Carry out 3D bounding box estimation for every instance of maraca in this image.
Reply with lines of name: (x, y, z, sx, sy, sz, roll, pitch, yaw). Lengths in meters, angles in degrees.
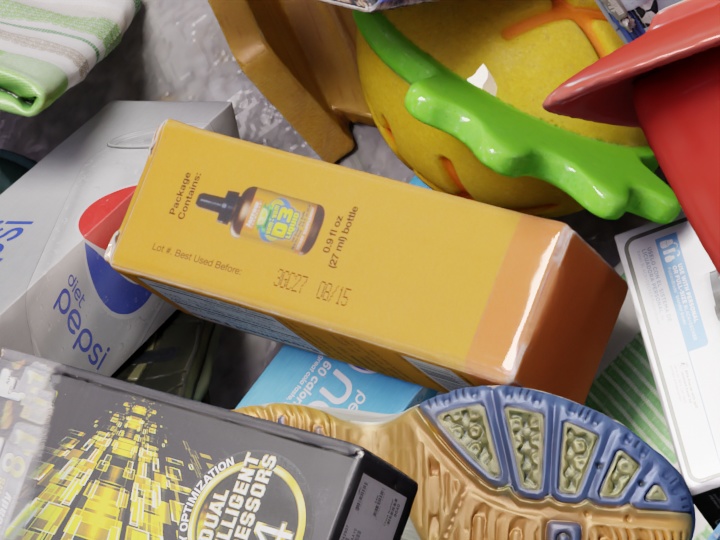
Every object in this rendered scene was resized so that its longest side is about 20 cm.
maraca: (0.061, -0.070, 1.126, 0.200, 0.136, 0.107, -103, 34, -66)

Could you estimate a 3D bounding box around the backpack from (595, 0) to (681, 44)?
backpack: (0.164, -0.141, 1.089, 0.153, 0.191, 0.201, -16, 45, 32)

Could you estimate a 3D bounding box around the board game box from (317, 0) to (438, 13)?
board game box: (-0.028, -0.197, 1.090, 0.199, 0.096, 0.161, 18, 113, 43)

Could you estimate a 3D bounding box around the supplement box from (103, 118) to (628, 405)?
supplement box: (0.000, 0.000, 1.128, 0.199, 0.069, 0.067, 17, 79, 31)

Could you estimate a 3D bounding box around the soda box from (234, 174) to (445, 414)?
soda box: (-0.002, 0.064, 1.181, 0.068, 0.064, 0.200, 39, 93, 33)

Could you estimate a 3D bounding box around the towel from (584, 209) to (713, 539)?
towel: (0.147, 0.078, 1.118, 0.153, 0.023, 0.200, -49, 56, 4)

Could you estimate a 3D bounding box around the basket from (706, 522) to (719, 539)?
basket: (0.178, 0.166, 0.978, 0.200, 0.139, 0.177, 52, 128, 25)

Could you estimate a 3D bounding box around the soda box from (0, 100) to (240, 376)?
soda box: (-0.121, -0.001, 1.204, 0.068, 0.064, 0.200, 4, 31, 30)

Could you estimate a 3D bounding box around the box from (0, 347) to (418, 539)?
box: (-0.085, 0.140, 0.968, 0.160, 0.049, 0.201, 14, 79, 35)

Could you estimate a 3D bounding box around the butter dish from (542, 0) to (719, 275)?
butter dish: (0.189, -0.031, 0.926, 0.199, 0.199, 0.149, -20, 83, 24)

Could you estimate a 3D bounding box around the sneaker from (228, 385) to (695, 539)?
sneaker: (0.033, 0.083, 1.081, 0.199, 0.088, 0.076, 5, 82, 20)

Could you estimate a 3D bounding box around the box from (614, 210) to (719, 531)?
box: (0.207, 0.012, 1.069, 0.199, 0.060, 0.117, -19, 61, 13)

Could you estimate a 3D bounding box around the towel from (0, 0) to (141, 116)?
towel: (-0.183, -0.115, 1.257, 0.148, 0.200, 0.031, 10, 107, 4)

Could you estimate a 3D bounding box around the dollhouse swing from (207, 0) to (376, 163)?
dollhouse swing: (-0.001, -0.190, 1.211, 0.199, 0.176, 0.182, -33, 59, 13)

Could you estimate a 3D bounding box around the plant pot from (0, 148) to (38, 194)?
plant pot: (-0.243, 0.005, 1.260, 0.199, 0.196, 0.202, -11, 66, 25)

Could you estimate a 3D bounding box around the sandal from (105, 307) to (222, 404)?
sandal: (-0.095, 0.067, 1.197, 0.079, 0.058, 0.201, -4, 28, 19)
